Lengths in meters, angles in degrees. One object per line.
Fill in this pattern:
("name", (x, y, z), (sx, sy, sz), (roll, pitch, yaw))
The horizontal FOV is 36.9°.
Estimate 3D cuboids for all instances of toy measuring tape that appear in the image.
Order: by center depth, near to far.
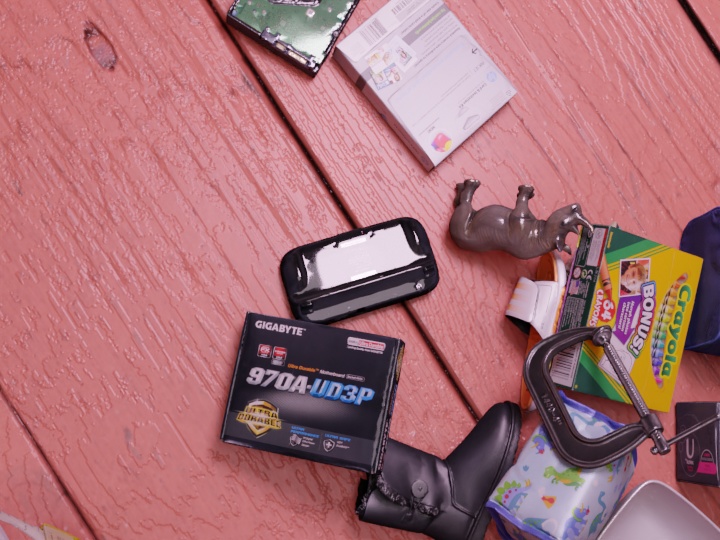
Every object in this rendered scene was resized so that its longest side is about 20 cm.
("toy measuring tape", (-0.365, 0.322, 1.209), (0.199, 0.073, 0.074), (38, 75, -35))

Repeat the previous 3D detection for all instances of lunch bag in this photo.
("lunch bag", (0.249, 0.268, 1.290), (0.126, 0.201, 0.171), (27, 73, 35))
("lunch bag", (0.495, 0.028, 1.382), (0.130, 0.136, 0.204), (7, 81, -8))

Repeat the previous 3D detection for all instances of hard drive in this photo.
("hard drive", (-0.067, -0.370, 1.395), (0.138, 0.038, 0.202), (30, 78, -4))

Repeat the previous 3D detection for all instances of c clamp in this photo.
("c clamp", (0.282, 0.138, 1.224), (0.169, 0.027, 0.201), (-33, 53, 5))

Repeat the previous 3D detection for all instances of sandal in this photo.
("sandal", (0.212, 0.071, 1.358), (0.058, 0.079, 0.211), (11, 82, -10))

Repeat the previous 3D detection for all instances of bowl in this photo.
("bowl", (0.362, 0.387, 1.341), (0.199, 0.075, 0.201), (41, 77, -2))

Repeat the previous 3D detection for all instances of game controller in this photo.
("game controller", (0.000, 0.000, 1.359), (0.197, 0.042, 0.106), (-16, 71, -12))

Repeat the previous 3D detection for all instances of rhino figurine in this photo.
("rhino figurine", (0.198, -0.059, 1.344), (0.197, 0.060, 0.089), (9, 85, 29))

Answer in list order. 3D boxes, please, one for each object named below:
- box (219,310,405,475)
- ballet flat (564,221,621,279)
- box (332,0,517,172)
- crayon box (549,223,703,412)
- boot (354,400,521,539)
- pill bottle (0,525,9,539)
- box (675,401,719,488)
("box", (-0.056, 0.145, 1.286), (0.196, 0.046, 0.162), (10, 80, 15))
("ballet flat", (0.281, 0.026, 1.387), (0.068, 0.069, 0.203), (19, 80, -6))
("box", (0.084, -0.256, 1.403), (0.156, 0.041, 0.201), (-41, 89, -12))
("crayon box", (0.331, 0.061, 1.344), (0.170, 0.058, 0.204), (14, 88, -30))
("boot", (0.094, 0.232, 1.316), (0.166, 0.076, 0.203), (22, 85, -10))
("pill bottle", (-0.486, 0.353, 1.185), (0.198, 0.114, 0.115), (-32, 88, -12))
("box", (0.515, 0.222, 1.365), (0.196, 0.122, 0.108), (3, 82, -8))
